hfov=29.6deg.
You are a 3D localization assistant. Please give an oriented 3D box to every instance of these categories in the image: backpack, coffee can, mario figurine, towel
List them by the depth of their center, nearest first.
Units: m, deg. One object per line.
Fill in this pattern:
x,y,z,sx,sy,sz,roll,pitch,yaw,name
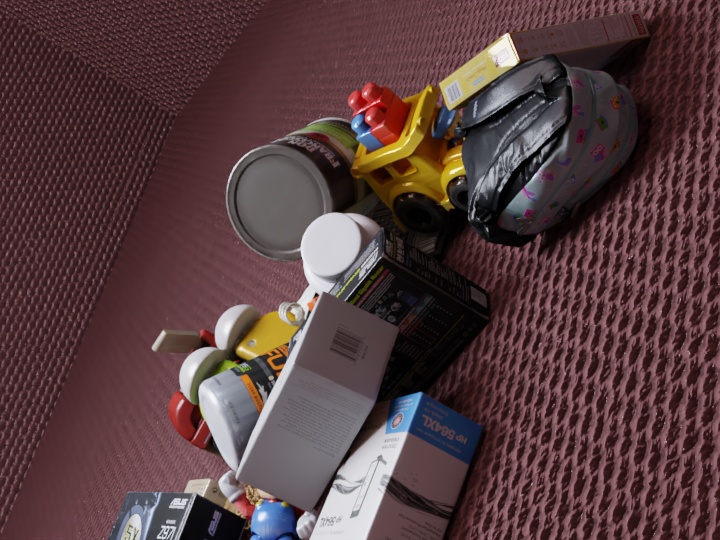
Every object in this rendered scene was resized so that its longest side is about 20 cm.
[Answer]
0.197,-0.136,1.447,0.200,0.126,0.168,-47,45,46,backpack
-0.112,0.288,1.666,0.106,0.122,0.201,121,163,-48,mario figurine
-0.067,-0.108,1.763,0.147,0.146,0.200,-51,-6,25,coffee can
0.051,-0.080,1.831,0.192,0.035,0.201,-18,41,40,towel

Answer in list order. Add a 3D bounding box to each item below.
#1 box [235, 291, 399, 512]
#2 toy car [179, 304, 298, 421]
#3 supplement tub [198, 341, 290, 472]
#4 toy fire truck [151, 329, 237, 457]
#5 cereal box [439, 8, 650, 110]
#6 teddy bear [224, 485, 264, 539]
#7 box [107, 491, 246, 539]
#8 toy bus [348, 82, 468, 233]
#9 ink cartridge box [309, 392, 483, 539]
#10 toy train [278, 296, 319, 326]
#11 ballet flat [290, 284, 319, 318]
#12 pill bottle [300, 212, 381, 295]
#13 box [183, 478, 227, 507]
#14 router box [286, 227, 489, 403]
-0.048,0.146,1.492,0.125,0.097,0.201,-69,6,-50,box
-0.141,0.159,1.902,0.200,0.174,0.151,-52,-27,-29,toy car
-0.087,0.154,1.668,0.199,0.123,0.122,-25,9,-17,supplement tub
-0.245,0.169,2.075,0.177,0.199,0.129,-61,17,-4,toy fire truck
0.205,-0.235,1.522,0.144,0.199,0.040,-30,78,56,cereal box
-0.140,0.326,1.790,0.145,0.066,0.201,125,158,-44,teddy bear
-0.254,0.376,1.747,0.199,0.086,0.165,-11,52,54,box
0.081,-0.164,1.690,0.199,0.192,0.136,-19,39,44,toy bus
0.028,0.239,1.402,0.146,0.084,0.201,-25,38,62,ink cartridge box
-0.054,0.012,1.885,0.056,0.149,0.201,-38,32,53,toy train
-0.039,0.019,1.989,0.201,0.069,0.070,-60,17,15,ballet flat
0.000,0.000,1.655,0.108,0.200,0.110,-7,70,19,pill bottle
-0.230,0.396,1.880,0.095,0.077,0.201,-22,42,61,box
0.029,0.068,1.560,0.200,0.149,0.062,-50,21,28,router box
